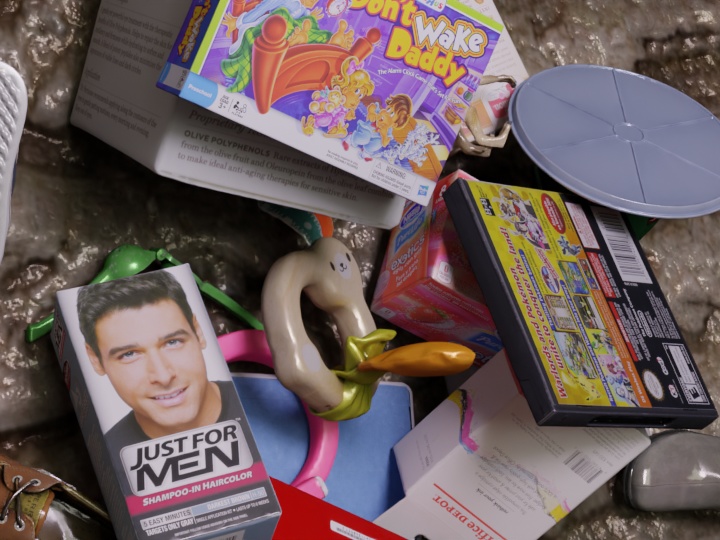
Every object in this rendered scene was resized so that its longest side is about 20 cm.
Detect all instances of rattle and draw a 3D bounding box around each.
[{"bbox_3d":[0.000,0.000,1.301,0.130,0.143,0.201,26,47,-26],"label":"rattle"}]

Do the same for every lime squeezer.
[{"bbox_3d":[-0.148,0.017,1.295,0.199,0.038,0.071,2,74,-33],"label":"lime squeezer"}]

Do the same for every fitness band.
[{"bbox_3d":[-0.099,0.124,1.277,0.199,0.037,0.144,-24,89,-36],"label":"fitness band"}]

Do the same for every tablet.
[{"bbox_3d":[-0.042,0.145,1.336,0.199,0.014,0.131,5,72,-30],"label":"tablet"}]

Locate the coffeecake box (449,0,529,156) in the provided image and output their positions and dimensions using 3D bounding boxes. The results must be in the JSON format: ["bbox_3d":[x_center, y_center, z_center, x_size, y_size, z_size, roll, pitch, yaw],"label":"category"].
[{"bbox_3d":[0.039,-0.189,1.456,0.153,0.073,0.201,-25,89,-35],"label":"coffeecake box"}]

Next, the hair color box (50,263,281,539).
[{"bbox_3d":[-0.135,0.101,1.194,0.098,0.061,0.201,-13,61,-21],"label":"hair color box"}]

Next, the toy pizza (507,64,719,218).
[{"bbox_3d":[0.213,-0.099,1.419,0.199,0.032,0.201,10,39,-8],"label":"toy pizza"}]

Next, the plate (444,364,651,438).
[{"bbox_3d":[0.156,0.077,1.472,0.198,0.032,0.201,-8,79,-34],"label":"plate"}]

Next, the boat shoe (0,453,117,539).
[{"bbox_3d":[-0.226,0.160,1.181,0.199,0.068,0.072,26,63,-23],"label":"boat shoe"}]

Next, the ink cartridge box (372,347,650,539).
[{"bbox_3d":[0.107,0.146,1.349,0.116,0.200,0.068,40,17,-26],"label":"ink cartridge box"}]

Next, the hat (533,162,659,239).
[{"bbox_3d":[0.263,-0.090,1.475,0.200,0.175,0.167,-37,107,-61],"label":"hat"}]

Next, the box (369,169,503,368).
[{"bbox_3d":[0.122,0.018,1.392,0.199,0.095,0.103,28,60,-21],"label":"box"}]

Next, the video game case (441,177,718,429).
[{"bbox_3d":[0.164,0.026,1.306,0.180,0.025,0.201,6,53,-40],"label":"video game case"}]

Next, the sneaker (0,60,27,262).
[{"bbox_3d":[-0.279,-0.048,1.215,0.078,0.079,0.201,20,90,-19],"label":"sneaker"}]

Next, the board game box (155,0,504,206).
[{"bbox_3d":[-0.017,-0.142,1.155,0.199,0.045,0.135,22,93,-30],"label":"board game box"}]

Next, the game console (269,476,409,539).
[{"bbox_3d":[-0.039,0.269,1.261,0.199,0.119,0.173,29,40,-32],"label":"game console"}]

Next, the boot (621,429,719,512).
[{"bbox_3d":[0.330,0.174,1.483,0.199,0.130,0.068,-2,95,-33],"label":"boot"}]

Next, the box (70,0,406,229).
[{"bbox_3d":[-0.074,-0.148,1.266,0.199,0.199,0.173,12,98,-29],"label":"box"}]

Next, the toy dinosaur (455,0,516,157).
[{"bbox_3d":[0.064,-0.122,1.386,0.100,0.058,0.201,20,57,-9],"label":"toy dinosaur"}]
